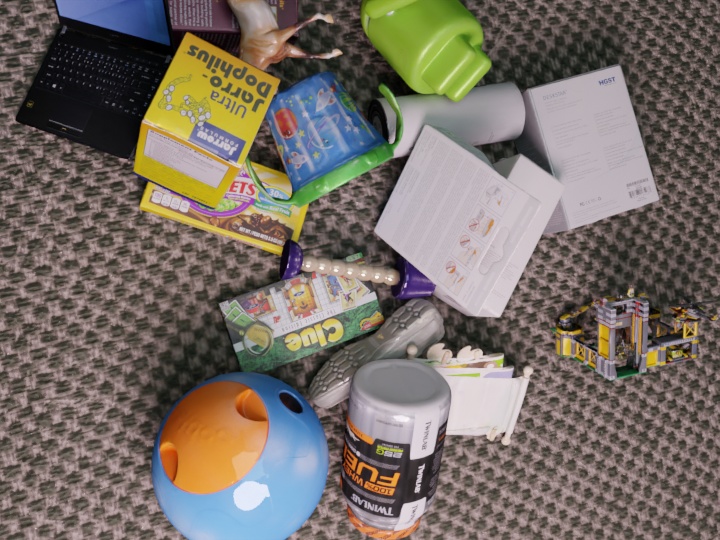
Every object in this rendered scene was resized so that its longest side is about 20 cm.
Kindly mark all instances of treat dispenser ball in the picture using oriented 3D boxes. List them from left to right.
[{"bbox_3d":[-0.136,0.218,0.910,0.201,0.201,0.201,1,88,-16],"label":"treat dispenser ball"}]

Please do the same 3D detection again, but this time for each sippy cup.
[{"bbox_3d":[-0.047,-0.164,0.963,0.178,0.140,0.130,-33,98,-39],"label":"sippy cup"}]

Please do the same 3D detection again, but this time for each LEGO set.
[{"bbox_3d":[0.367,0.062,1.087,0.200,0.154,0.116,-7,107,-9],"label":"LEGO set"}]

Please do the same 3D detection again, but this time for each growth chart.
[{"bbox_3d":[0.136,0.163,1.046,0.200,0.018,0.145,10,111,-21],"label":"growth chart"}]

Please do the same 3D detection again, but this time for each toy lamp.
[{"bbox_3d":[0.000,0.000,1.011,0.200,0.058,0.058,11,85,-17],"label":"toy lamp"}]

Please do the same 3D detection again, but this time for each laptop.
[{"bbox_3d":[-0.309,-0.252,0.889,0.177,0.103,0.200,20,82,21],"label":"laptop"}]

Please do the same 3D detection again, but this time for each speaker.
[{"bbox_3d":[0.116,-0.201,1.062,0.200,0.081,0.081,-11,91,-16],"label":"speaker"}]

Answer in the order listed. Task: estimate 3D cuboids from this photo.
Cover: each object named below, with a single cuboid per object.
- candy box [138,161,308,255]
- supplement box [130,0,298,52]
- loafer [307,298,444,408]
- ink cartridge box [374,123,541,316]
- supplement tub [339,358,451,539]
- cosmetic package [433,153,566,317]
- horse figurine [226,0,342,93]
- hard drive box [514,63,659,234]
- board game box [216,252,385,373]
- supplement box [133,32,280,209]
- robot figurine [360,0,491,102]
[{"bbox_3d":[-0.166,-0.095,1.004,0.200,0.026,0.102,18,79,-15],"label":"candy box"},{"bbox_3d":[-0.181,-0.334,0.978,0.200,0.086,0.111,-2,89,-16],"label":"supplement box"},{"bbox_3d":[0.025,0.117,1.028,0.200,0.070,0.070,-34,123,-3],"label":"loafer"},{"bbox_3d":[0.121,-0.064,0.978,0.047,0.200,0.160,2,122,-48],"label":"ink cartridge box"},{"bbox_3d":[0.039,0.220,0.973,0.122,0.123,0.200,-2,115,-16],"label":"supplement tub"},{"bbox_3d":[0.176,-0.045,1.060,0.085,0.108,0.200,32,81,-13],"label":"cosmetic package"},{"bbox_3d":[-0.106,-0.305,0.923,0.132,0.050,0.200,-17,104,2],"label":"horse figurine"},{"bbox_3d":[0.310,-0.169,1.119,0.156,0.077,0.200,-17,93,-16],"label":"hard drive box"},{"bbox_3d":[-0.074,0.057,1.027,0.200,0.023,0.105,-21,96,-16],"label":"board game box"},{"bbox_3d":[-0.178,-0.157,0.888,0.109,0.200,0.110,25,75,-14],"label":"supplement box"},{"bbox_3d":[0.077,-0.308,1.016,0.116,0.175,0.200,-48,62,25],"label":"robot figurine"}]
